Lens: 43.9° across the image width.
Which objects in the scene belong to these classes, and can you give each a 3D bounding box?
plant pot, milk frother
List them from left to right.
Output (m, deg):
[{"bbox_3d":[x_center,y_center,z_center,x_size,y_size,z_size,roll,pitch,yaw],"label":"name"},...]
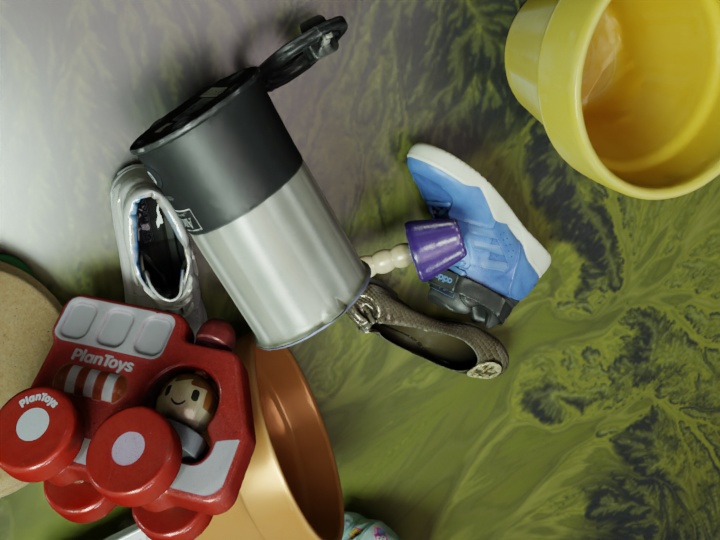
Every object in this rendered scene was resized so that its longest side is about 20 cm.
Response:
[{"bbox_3d":[-0.113,0.171,0.803,0.137,0.201,0.203,-21,115,8],"label":"plant pot"},{"bbox_3d":[-0.054,-0.080,0.733,0.198,0.181,0.190,-31,112,0],"label":"milk frother"},{"bbox_3d":[0.226,-0.184,0.791,0.196,0.189,0.206,-6,110,-17],"label":"plant pot"}]

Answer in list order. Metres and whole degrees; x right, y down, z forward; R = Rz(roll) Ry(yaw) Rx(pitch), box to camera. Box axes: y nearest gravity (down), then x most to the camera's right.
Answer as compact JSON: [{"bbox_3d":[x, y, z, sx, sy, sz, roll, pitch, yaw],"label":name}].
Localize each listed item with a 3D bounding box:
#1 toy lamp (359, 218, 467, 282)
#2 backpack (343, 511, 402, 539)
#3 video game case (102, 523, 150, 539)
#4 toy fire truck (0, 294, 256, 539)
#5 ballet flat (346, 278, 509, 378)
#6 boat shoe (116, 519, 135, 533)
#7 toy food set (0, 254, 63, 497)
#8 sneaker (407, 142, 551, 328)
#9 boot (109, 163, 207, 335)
[{"bbox_3d":[0.000,0.000,0.817,0.196,0.059,0.059,-18,115,9],"label":"toy lamp"},{"bbox_3d":[-0.016,0.348,0.890,0.201,0.125,0.168,-53,162,-20],"label":"backpack"},{"bbox_3d":[-0.200,0.338,0.834,0.141,0.018,0.203,-24,106,-4],"label":"video game case"},{"bbox_3d":[-0.171,0.103,0.687,0.195,0.171,0.113,8,149,17],"label":"toy fire truck"},{"bbox_3d":[0.066,0.069,0.887,0.197,0.047,0.067,28,131,-23],"label":"ballet flat"},{"bbox_3d":[-0.155,0.304,0.875,0.198,0.075,0.073,34,66,-25],"label":"boat shoe"},{"bbox_3d":[-0.313,0.081,0.717,0.198,0.048,0.202,47,51,-24],"label":"toy food set"},{"bbox_3d":[0.094,-0.023,0.861,0.199,0.076,0.112,42,82,-33],"label":"sneaker"},{"bbox_3d":[-0.172,0.016,0.769,0.072,0.096,0.204,-17,113,-13],"label":"boot"}]
